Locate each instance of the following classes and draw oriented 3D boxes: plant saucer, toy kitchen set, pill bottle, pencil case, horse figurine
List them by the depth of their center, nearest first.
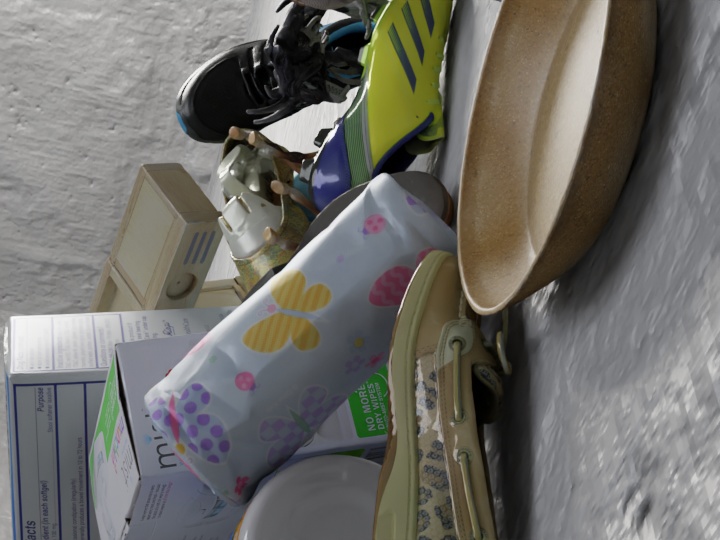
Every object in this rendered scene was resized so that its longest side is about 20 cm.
[{"bbox_3d":[0.090,-0.074,0.650,0.200,0.035,0.200,-169,90,-80],"label":"plant saucer"},{"bbox_3d":[-0.025,0.038,0.785,0.200,0.083,0.091,-42,-28,-3],"label":"pencil case"},{"bbox_3d":[-0.033,0.190,0.829,0.200,0.112,0.112,120,159,-59],"label":"pill bottle"},{"bbox_3d":[-0.020,-0.056,1.061,0.050,0.132,0.200,-59,33,27],"label":"horse figurine"},{"bbox_3d":[-0.091,0.026,1.210,0.163,0.200,0.181,49,129,33],"label":"toy kitchen set"}]

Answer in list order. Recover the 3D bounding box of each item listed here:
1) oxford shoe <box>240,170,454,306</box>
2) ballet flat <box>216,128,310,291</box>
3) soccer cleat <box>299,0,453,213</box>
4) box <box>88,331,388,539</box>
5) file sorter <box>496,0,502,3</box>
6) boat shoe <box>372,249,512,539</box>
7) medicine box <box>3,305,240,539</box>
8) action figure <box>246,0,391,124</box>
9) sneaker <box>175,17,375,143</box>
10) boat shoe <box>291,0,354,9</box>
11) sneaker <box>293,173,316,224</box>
[{"bbox_3d":[0.000,0.000,0.943,0.200,0.071,0.071,-38,53,38],"label":"oxford shoe"},{"bbox_3d":[-0.080,-0.046,1.090,0.200,0.071,0.071,-102,24,-54],"label":"ballet flat"},{"bbox_3d":[0.031,-0.118,0.983,0.200,0.084,0.065,-65,-26,-16],"label":"soccer cleat"},{"bbox_3d":[-0.083,0.121,0.955,0.200,0.176,0.097,117,143,-59],"label":"box"},{"bbox_3d":[0.048,-0.259,0.837,0.200,0.124,0.139,-97,20,-59],"label":"file sorter"},{"bbox_3d":[0.048,0.079,0.683,0.073,0.063,0.200,64,-152,-55],"label":"boat shoe"},{"bbox_3d":[-0.173,0.132,1.112,0.103,0.200,0.182,-116,27,-62],"label":"medicine box"},{"bbox_3d":[-0.008,-0.189,1.070,0.200,0.102,0.119,-64,-15,-4],"label":"action figure"},{"bbox_3d":[-0.057,-0.165,1.163,0.073,0.200,0.082,65,166,-6],"label":"sneaker"},{"bbox_3d":[0.007,-0.261,0.994,0.200,0.076,0.072,-46,27,-19],"label":"boat shoe"},{"bbox_3d":[-0.039,0.010,1.173,0.200,0.079,0.131,-74,-7,-49],"label":"sneaker"}]
